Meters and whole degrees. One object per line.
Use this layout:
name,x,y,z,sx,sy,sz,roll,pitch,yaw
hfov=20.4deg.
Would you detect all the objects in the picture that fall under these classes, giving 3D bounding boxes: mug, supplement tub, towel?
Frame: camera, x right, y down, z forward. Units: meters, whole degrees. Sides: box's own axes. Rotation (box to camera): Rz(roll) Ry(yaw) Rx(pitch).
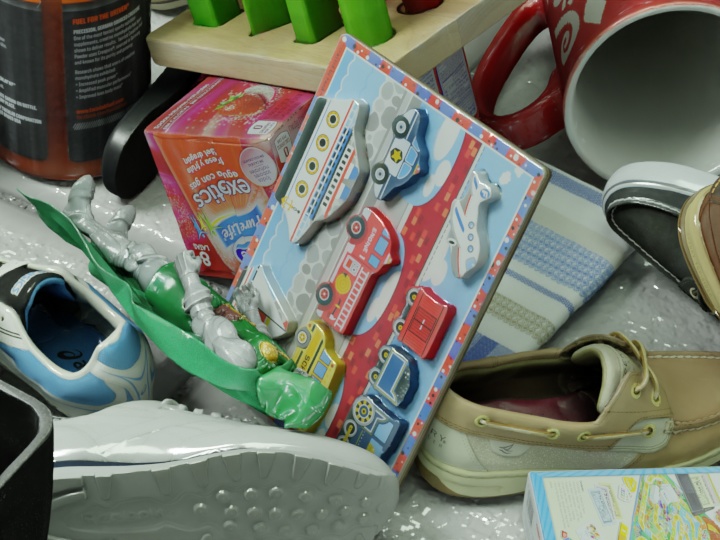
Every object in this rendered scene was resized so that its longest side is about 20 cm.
mug,0.158,-0.163,1.285,0.176,0.134,0.201,1,38,-7
supplement tub,-0.176,-0.160,1.193,0.106,0.201,0.107,3,41,-3
towel,0.065,-0.006,1.173,0.146,0.024,0.200,27,46,24

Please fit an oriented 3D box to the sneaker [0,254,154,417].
sneaker,-0.192,0.016,1.089,0.199,0.073,0.072,26,47,25

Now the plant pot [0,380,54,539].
plant pot,-0.250,0.139,0.846,0.198,0.178,0.200,25,56,22

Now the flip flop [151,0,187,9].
flip flop,-0.059,-0.211,1.380,0.198,0.058,0.082,-15,47,1

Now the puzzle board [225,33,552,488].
puzzle board,0.000,0.000,1.039,0.150,0.201,0.017,37,21,32

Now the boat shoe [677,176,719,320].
boat shoe,0.236,0.036,1.053,0.072,0.068,0.201,-21,78,-25

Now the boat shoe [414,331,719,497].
boat shoe,0.126,0.070,1.057,0.198,0.067,0.074,-10,42,-18

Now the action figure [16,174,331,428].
action figure,-0.085,0.022,1.040,0.200,0.118,0.055,39,92,34

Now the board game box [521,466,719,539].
board game box,0.159,0.179,0.961,0.133,0.034,0.201,-1,41,-6

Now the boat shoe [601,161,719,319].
boat shoe,0.221,0.004,1.134,0.199,0.069,0.057,29,50,14

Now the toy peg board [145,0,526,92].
toy peg board,-0.003,-0.197,1.160,0.199,0.099,0.199,14,41,43

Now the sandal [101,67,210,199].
sandal,-0.092,-0.112,1.248,0.045,0.075,0.201,20,51,17

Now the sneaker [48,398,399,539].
sneaker,-0.080,0.098,1.008,0.198,0.077,0.081,3,31,-4

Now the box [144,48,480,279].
box,-0.023,-0.086,1.182,0.095,0.100,0.200,5,36,35
